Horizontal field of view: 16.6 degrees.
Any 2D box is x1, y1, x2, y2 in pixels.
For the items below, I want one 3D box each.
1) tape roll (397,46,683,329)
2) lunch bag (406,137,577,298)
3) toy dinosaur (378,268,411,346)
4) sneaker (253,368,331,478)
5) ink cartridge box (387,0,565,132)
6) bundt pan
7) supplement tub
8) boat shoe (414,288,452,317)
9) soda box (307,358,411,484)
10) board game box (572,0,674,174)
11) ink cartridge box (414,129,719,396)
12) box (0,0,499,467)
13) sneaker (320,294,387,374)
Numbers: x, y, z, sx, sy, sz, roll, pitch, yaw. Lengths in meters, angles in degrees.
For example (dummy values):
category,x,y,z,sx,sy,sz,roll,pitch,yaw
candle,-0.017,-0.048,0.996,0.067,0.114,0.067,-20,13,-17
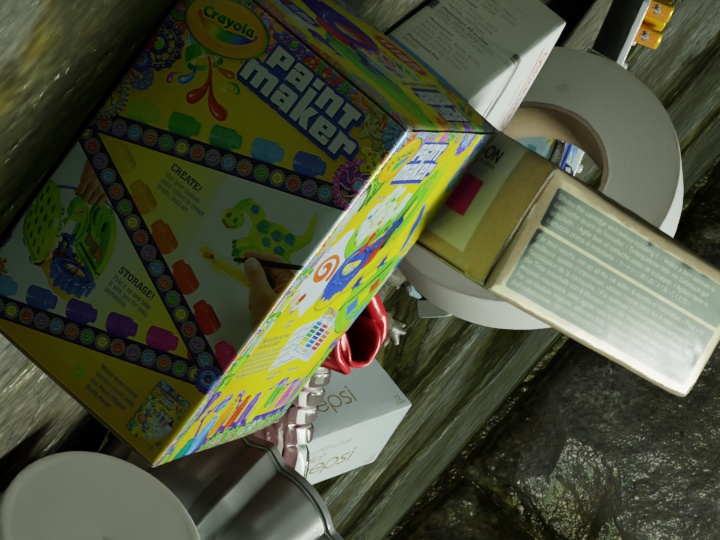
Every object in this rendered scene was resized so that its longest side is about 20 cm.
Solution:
category,x,y,z,sx,sy,sz,roll,pitch,yaw
tape roll,0.109,-0.056,1.590,0.203,0.202,0.037,-47,151,-19
lunch bag,0.104,-0.068,1.801,0.200,0.082,0.162,115,-3,-60
toy dinosaur,0.000,0.000,1.660,0.201,0.077,0.102,-55,163,8
sneaker,-0.083,0.065,1.572,0.076,0.115,0.202,-134,-131,-60
ink cartridge box,0.053,-0.111,1.515,0.200,0.067,0.116,-41,166,-44
bundt pan,-0.102,0.183,1.516,0.076,0.202,0.202,-42,168,-40
supplement tub,-0.183,0.214,1.432,0.145,0.144,0.200,-39,166,-48
boat shoe,0.100,-0.005,1.653,0.075,0.061,0.199,-11,-178,-40
soda box,-0.060,0.115,1.732,0.199,0.064,0.068,-17,149,-46
board game box,0.186,-0.136,1.875,0.200,0.026,0.201,-76,-173,-72
ink cartridge box,0.086,-0.025,1.330,0.164,0.200,0.075,29,95,-38
box,-0.053,-0.028,1.172,0.193,0.122,0.200,-52,170,11
sneaker,-0.056,0.043,1.454,0.078,0.115,0.200,-43,168,-35
